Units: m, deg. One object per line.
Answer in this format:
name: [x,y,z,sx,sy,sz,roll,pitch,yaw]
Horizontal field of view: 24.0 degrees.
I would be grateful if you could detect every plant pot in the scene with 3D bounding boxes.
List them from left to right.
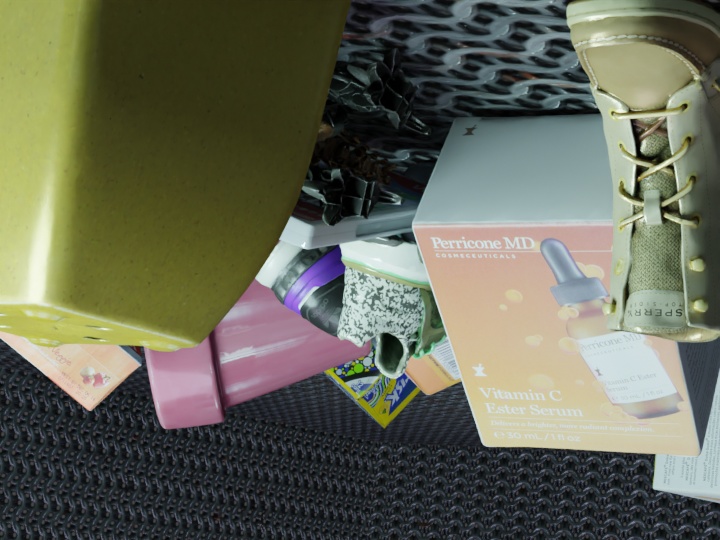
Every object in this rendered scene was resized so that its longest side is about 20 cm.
plant pot: [-0.144,-0.068,0.841,0.194,0.202,0.194,1,169,36]
plant pot: [-0.087,0.017,1.378,0.177,0.202,0.200,-9,171,-3]

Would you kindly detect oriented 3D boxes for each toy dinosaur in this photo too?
toy dinosaur: [-0.036,-0.094,1.019,0.135,0.103,0.199,18,-163,37]

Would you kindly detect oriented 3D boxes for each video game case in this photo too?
video game case: [-0.035,-0.053,1.092,0.142,0.018,0.199,22,-163,28]

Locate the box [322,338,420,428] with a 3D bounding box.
box: [-0.028,0.046,1.486,0.200,0.070,0.064,41,173,37]

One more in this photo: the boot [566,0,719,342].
boot: [0.152,-0.047,0.873,0.072,0.157,0.200,3,169,24]

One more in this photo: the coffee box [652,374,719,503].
coffee box: [0.392,0.107,1.454,0.199,0.202,0.197,16,167,-43]

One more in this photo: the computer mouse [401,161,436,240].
computer mouse: [0.084,-0.030,1.190,0.199,0.053,0.139,5,136,54]

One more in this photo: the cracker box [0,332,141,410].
cracker box: [-0.231,-0.002,1.254,0.134,0.058,0.200,44,-168,-26]

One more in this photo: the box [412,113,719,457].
box: [0.137,0.010,1.074,0.151,0.107,0.201,0,133,25]

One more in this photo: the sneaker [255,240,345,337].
sneaker: [0.000,0.000,1.236,0.099,0.070,0.200,42,-153,5]

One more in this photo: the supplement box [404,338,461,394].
supplement box: [0.118,0.021,1.307,0.198,0.067,0.069,-24,131,20]

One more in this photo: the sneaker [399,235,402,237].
sneaker: [0.043,-0.019,1.423,0.090,0.079,0.200,-10,173,1]

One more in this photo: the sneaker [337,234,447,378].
sneaker: [0.034,0.029,1.151,0.076,0.089,0.199,20,178,33]
